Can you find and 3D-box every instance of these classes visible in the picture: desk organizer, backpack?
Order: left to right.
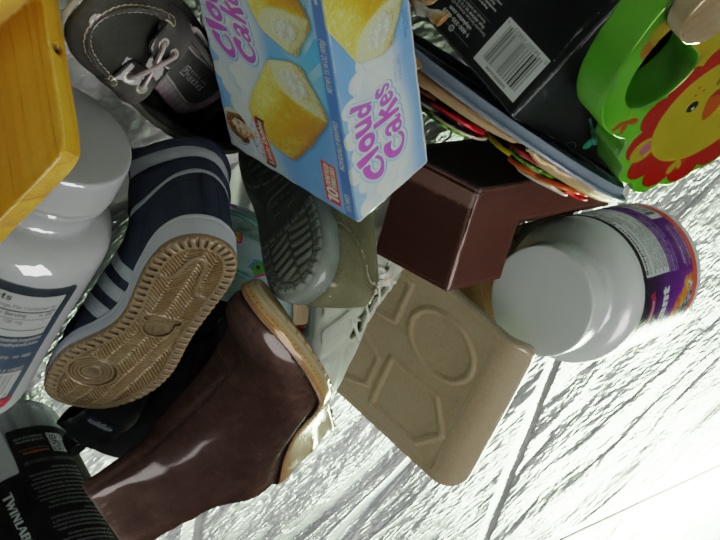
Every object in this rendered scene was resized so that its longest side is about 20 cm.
[{"bbox_3d":[-0.120,0.048,1.348,0.166,0.127,0.201,7,139,-7],"label":"backpack"},{"bbox_3d":[0.100,-0.046,1.373,0.199,0.072,0.077,-12,124,-53],"label":"desk organizer"}]

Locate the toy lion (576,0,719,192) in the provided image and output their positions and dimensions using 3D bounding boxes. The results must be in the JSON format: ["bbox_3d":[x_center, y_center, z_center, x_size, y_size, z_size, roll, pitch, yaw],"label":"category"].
[{"bbox_3d":[0.205,-0.124,1.200,0.199,0.069,0.192,-9,142,-44],"label":"toy lion"}]

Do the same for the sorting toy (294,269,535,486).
[{"bbox_3d":[0.030,0.052,1.484,0.036,0.200,0.186,-41,162,-39],"label":"sorting toy"}]

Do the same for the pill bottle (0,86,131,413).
[{"bbox_3d":[-0.218,-0.015,1.169,0.119,0.120,0.200,-4,141,-44],"label":"pill bottle"}]

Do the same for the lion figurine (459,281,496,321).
[{"bbox_3d":[0.079,0.006,1.490,0.072,0.201,0.122,-15,-178,-24],"label":"lion figurine"}]

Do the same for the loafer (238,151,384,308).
[{"bbox_3d":[-0.028,-0.050,1.239,0.069,0.201,0.075,30,129,-35],"label":"loafer"}]

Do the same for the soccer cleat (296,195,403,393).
[{"bbox_3d":[0.000,0.000,1.364,0.077,0.201,0.069,10,150,1],"label":"soccer cleat"}]

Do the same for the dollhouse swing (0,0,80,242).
[{"bbox_3d":[-0.188,-0.135,0.969,0.175,0.183,0.200,-21,158,22],"label":"dollhouse swing"}]

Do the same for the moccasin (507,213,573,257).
[{"bbox_3d":[0.162,-0.077,1.536,0.078,0.074,0.202,-23,152,-51],"label":"moccasin"}]

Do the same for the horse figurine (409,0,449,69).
[{"bbox_3d":[-0.007,-0.177,1.158,0.050,0.133,0.200,-35,169,-23],"label":"horse figurine"}]

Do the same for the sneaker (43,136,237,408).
[{"bbox_3d":[-0.137,-0.001,1.218,0.070,0.109,0.200,18,137,-28],"label":"sneaker"}]

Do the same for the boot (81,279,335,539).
[{"bbox_3d":[-0.100,0.101,1.232,0.166,0.072,0.200,-31,149,-9],"label":"boot"}]

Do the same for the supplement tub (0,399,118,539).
[{"bbox_3d":[-0.236,0.205,1.418,0.122,0.200,0.123,-25,151,-15],"label":"supplement tub"}]

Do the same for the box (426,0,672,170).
[{"bbox_3d":[0.143,-0.166,1.279,0.124,0.149,0.200,-46,151,16],"label":"box"}]

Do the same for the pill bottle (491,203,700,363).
[{"bbox_3d":[0.179,0.011,1.493,0.111,0.112,0.200,-47,164,26],"label":"pill bottle"}]

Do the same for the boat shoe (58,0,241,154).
[{"bbox_3d":[-0.111,-0.119,1.157,0.067,0.057,0.200,-42,161,5],"label":"boat shoe"}]

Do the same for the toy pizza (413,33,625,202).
[{"bbox_3d":[0.088,-0.097,1.280,0.032,0.200,0.200,-55,149,10],"label":"toy pizza"}]

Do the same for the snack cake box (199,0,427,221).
[{"bbox_3d":[-0.031,-0.139,1.116,0.067,0.115,0.201,-41,144,-27],"label":"snack cake box"}]
